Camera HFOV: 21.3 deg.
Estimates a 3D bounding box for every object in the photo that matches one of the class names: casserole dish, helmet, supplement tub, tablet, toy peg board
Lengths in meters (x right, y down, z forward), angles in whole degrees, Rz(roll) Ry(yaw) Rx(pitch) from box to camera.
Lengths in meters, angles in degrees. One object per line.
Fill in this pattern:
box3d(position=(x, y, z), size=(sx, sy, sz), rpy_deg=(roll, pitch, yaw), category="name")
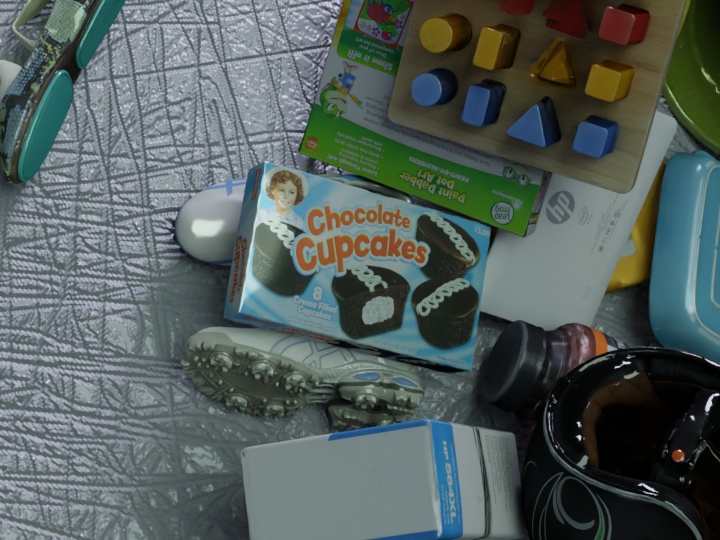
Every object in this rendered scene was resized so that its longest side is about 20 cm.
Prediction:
box3d(position=(0.300, -0.010, 1.634), size=(0.121, 0.039, 0.202), rpy_deg=(27, 65, -40), category="casserole dish")
box3d(position=(0.217, 0.173, 1.411), size=(0.198, 0.192, 0.201), rpy_deg=(-7, 42, 6), category="helmet")
box3d(position=(0.199, 0.110, 1.544), size=(0.198, 0.107, 0.108), rpy_deg=(24, 68, -17), category="supplement tub")
box3d(position=(0.174, -0.047, 1.548), size=(0.129, 0.014, 0.202), rpy_deg=(17, 99, -34), category="tablet")
box3d(position=(0.124, -0.176, 1.397), size=(0.198, 0.098, 0.201), rpy_deg=(18, 103, 15), category="toy peg board")

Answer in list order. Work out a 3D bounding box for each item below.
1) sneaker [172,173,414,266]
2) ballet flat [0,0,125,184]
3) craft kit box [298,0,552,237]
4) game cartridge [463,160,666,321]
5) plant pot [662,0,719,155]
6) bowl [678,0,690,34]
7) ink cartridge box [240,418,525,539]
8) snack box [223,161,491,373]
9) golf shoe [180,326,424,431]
box3d(position=(-0.049, -0.044, 1.495), size=(0.198, 0.072, 0.073), rpy_deg=(-5, 80, -23), category="sneaker")
box3d(position=(-0.242, -0.157, 1.453), size=(0.074, 0.074, 0.201), rpy_deg=(31, 65, -13), category="ballet flat")
box3d(position=(0.072, -0.153, 1.490), size=(0.198, 0.048, 0.199), rpy_deg=(21, 101, 14), category="craft kit box")
box3d(position=(0.177, -0.064, 1.621), size=(0.198, 0.032, 0.178), rpy_deg=(-14, 83, -25), category="game cartridge")
box3d(position=(0.385, -0.220, 1.684), size=(0.190, 0.200, 0.201), rpy_deg=(-35, 92, -40), category="plant pot")
box3d(position=(0.172, -0.188, 1.570), size=(0.198, 0.200, 0.109), rpy_deg=(3, 89, -23), category="bowl")
box3d(position=(0.022, 0.162, 1.379), size=(0.200, 0.145, 0.085), rpy_deg=(20, 61, -66), category="ink cartridge box")
box3d(position=(0.000, 0.000, 1.450), size=(0.198, 0.037, 0.118), rpy_deg=(14, 77, -24), category="snack box")
box3d(position=(-0.047, 0.062, 1.480), size=(0.198, 0.078, 0.098), rpy_deg=(15, 54, -25), category="golf shoe")
